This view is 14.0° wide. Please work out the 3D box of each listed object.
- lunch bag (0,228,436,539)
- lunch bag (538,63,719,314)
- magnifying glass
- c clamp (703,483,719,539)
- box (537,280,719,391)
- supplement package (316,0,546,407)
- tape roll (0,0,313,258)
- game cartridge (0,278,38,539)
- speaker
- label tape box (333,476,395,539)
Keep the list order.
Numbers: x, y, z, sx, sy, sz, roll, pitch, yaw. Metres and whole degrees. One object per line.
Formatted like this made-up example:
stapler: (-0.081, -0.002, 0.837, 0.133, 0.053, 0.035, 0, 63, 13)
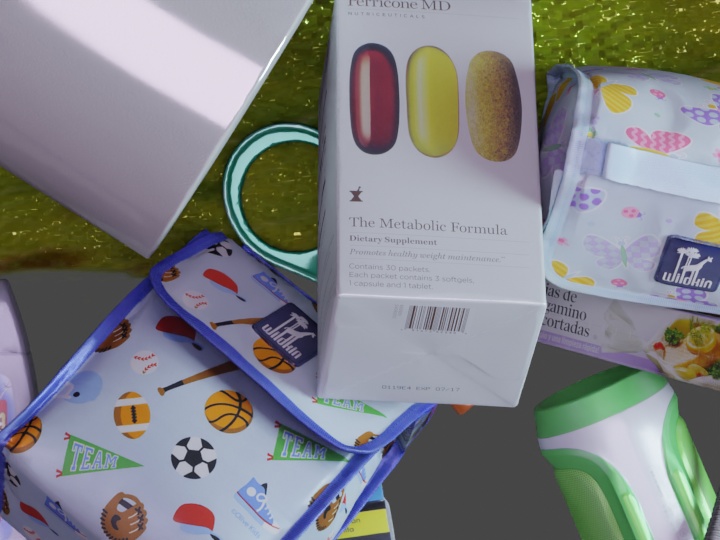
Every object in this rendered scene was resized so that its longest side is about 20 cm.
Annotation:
lunch bag: (-0.079, 0.090, 1.607, 0.170, 0.124, 0.200, 39, 64, 11)
lunch bag: (0.178, -0.042, 1.589, 0.169, 0.200, 0.128, 10, 92, -4)
magnifying glass: (0.000, 0.000, 1.672, 0.080, 0.022, 0.200, -41, 95, 0)
c clamp: (0.224, 0.127, 1.627, 0.171, 0.027, 0.200, 41, 58, -25)
box: (0.162, 0.035, 1.617, 0.200, 0.041, 0.039, 15, 99, 34)
supplement package: (0.034, -0.041, 1.580, 0.113, 0.110, 0.201, 2, 58, -6)
tape roll: (-0.117, -0.126, 1.571, 0.139, 0.203, 0.203, 32, 91, -3)
game cartridge: (-0.247, 0.104, 1.660, 0.133, 0.042, 0.201, 0, 93, 1)
speaker: (0.169, 0.156, 1.656, 0.088, 0.088, 0.200, -23, 94, -1)
label tape box: (-0.044, 0.205, 1.648, 0.143, 0.066, 0.200, -9, 55, -2)
